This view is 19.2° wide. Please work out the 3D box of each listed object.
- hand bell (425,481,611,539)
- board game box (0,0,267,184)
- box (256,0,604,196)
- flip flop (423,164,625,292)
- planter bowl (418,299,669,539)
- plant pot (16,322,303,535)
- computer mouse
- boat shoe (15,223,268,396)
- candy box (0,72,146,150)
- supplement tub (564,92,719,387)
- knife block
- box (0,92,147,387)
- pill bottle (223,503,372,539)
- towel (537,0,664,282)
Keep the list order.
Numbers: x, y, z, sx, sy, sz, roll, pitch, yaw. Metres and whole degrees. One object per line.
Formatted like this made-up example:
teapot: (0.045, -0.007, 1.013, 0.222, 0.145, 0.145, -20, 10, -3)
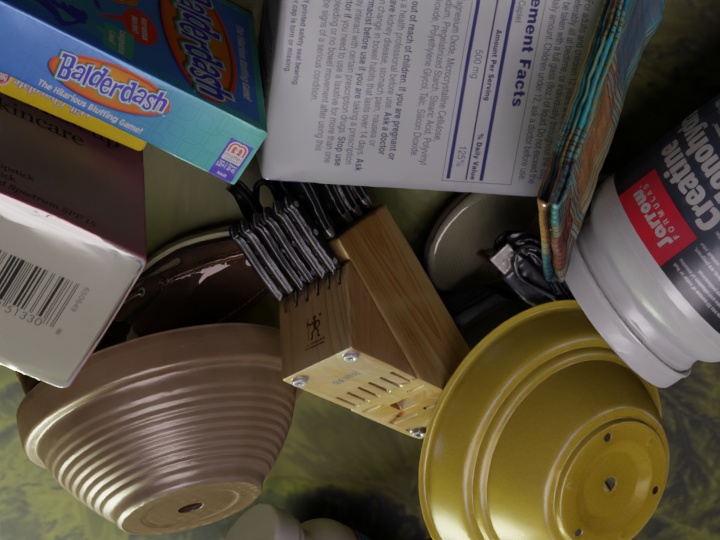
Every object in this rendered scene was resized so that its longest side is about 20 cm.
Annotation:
hand bell: (0.075, 0.184, 1.526, 0.199, 0.104, 0.104, -35, 123, -2)
board game box: (-0.154, -0.146, 1.273, 0.199, 0.152, 0.045, 25, 117, -23)
box: (0.041, -0.154, 1.319, 0.199, 0.105, 0.185, 4, 123, -9)
flip flop: (0.141, -0.024, 1.449, 0.199, 0.058, 0.081, -8, 125, -2)
planter bowl: (0.142, 0.128, 1.402, 0.199, 0.083, 0.202, -13, 114, -30)
plant pot: (-0.126, 0.118, 1.436, 0.200, 0.093, 0.201, -14, 158, -6)
computer mouse: (0.069, 0.054, 1.461, 0.199, 0.053, 0.138, -21, 133, 31)
boat shoe: (-0.141, 0.041, 1.448, 0.202, 0.075, 0.075, -27, 123, 11)
candy box: (-0.219, -0.142, 1.297, 0.199, 0.102, 0.026, 23, 119, -21)
supplement tub: (0.237, -0.032, 1.354, 0.200, 0.141, 0.140, -38, 120, 18)
knife block: (0.000, 0.000, 1.406, 0.064, 0.177, 0.199, -25, 143, 36)
box: (-0.210, -0.045, 1.304, 0.127, 0.200, 0.109, 24, 118, -22)
pill bottle: (-0.009, 0.253, 1.589, 0.199, 0.109, 0.109, 32, 115, -25)
towel: (0.148, -0.105, 1.298, 0.022, 0.201, 0.147, 16, 164, 13)
